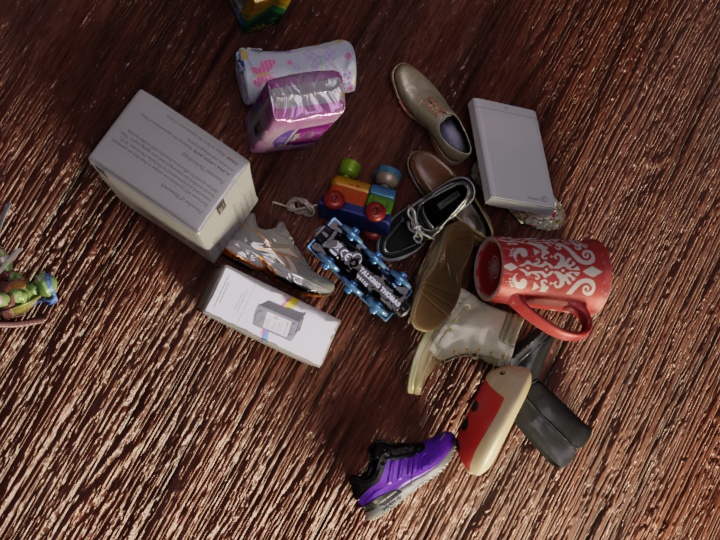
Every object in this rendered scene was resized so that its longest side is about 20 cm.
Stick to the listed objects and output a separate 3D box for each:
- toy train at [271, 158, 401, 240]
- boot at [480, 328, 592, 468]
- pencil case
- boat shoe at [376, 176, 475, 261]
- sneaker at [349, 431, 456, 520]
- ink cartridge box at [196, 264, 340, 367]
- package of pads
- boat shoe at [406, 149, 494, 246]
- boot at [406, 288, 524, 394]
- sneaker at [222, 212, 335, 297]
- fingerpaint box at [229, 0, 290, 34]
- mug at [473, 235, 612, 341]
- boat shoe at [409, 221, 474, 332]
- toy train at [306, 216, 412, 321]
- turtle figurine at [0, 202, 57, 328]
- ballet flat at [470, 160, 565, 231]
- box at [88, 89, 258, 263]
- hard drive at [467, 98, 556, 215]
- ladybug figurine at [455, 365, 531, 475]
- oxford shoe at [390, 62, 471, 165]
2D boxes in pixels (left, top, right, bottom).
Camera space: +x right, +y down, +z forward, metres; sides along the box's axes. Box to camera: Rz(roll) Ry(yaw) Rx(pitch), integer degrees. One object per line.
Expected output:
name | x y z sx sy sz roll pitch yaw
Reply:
toy train | -0.035 -0.136 1.577 0.198 0.085 0.116 16 66 4
boot | 0.330 0.216 1.646 0.165 0.066 0.200 -44 92 0
pencil case | -0.105 -0.325 1.559 0.198 0.083 0.091 -8 68 -14
boat shoe | 0.104 -0.080 1.568 0.199 0.068 0.074 -32 91 16
sneaker | 0.066 0.313 1.575 0.200 0.070 0.100 -36 94 -14
ink cartridge box | -0.147 0.070 1.493 0.199 0.148 0.086 26 83 -13
package of pads | -0.104 -0.246 1.495 0.120 0.200 0.076 -9 84 -18
boat shoe | 0.160 -0.129 1.623 0.072 0.068 0.200 -44 98 -12
boot | 0.174 0.137 1.590 0.154 0.072 0.201 24 77 8
sneaker | -0.122 -0.027 1.545 0.199 0.076 0.093 27 76 -13
fingerpaint box | -0.182 -0.498 1.505 0.073 0.167 0.201 -21 93 -14
mug | 0.308 0.015 1.591 0.198 0.178 0.134 6 121 -20
boat shoe | 0.127 0.014 1.579 0.071 0.064 0.201 36 67 -21
toy train | 0.000 0.000 1.551 0.200 0.114 0.087 42 86 -9
turtle figurine | -0.559 0.012 1.397 0.193 0.201 0.144 -26 59 -10
ballet flat | 0.280 -0.130 1.657 0.199 0.064 0.076 29 80 -12
box | -0.272 -0.134 1.425 0.199 0.199 0.131 34 79 5
hard drive | 0.256 -0.195 1.622 0.131 0.027 0.201 7 61 -24
ladybug figurine | 0.211 0.240 1.555 0.072 0.136 0.201 26 99 10
oxford shoe | 0.127 -0.273 1.619 0.071 0.074 0.200 -41 97 -13
